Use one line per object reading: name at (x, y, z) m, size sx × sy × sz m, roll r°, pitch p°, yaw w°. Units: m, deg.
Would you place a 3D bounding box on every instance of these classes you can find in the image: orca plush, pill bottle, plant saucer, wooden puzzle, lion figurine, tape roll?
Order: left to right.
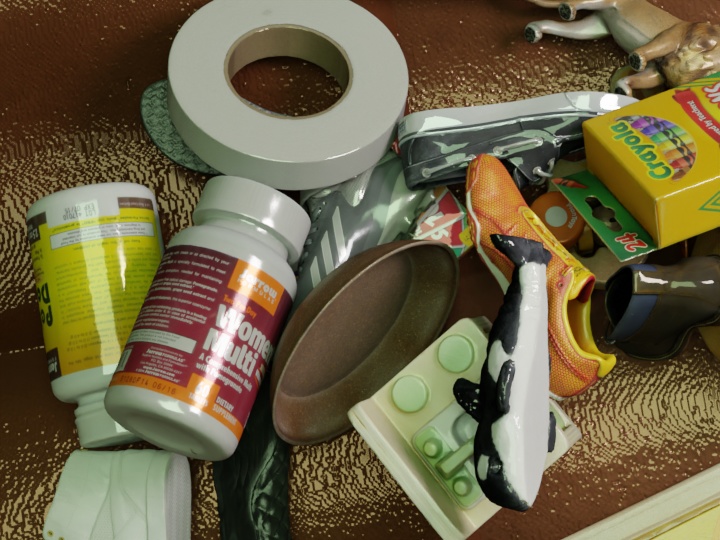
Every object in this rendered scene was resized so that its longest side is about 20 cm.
pill bottle at (-0.205, 0.037, 1.611) m, size 0.108 × 0.109 × 0.202 m, roll -10°, pitch 81°, yaw 0°
pill bottle at (-0.114, 0.036, 1.534) m, size 0.109 × 0.110 × 0.202 m, roll 20°, pitch 70°, yaw 4°
tape roll at (-0.060, -0.153, 1.624) m, size 0.200 × 0.037 × 0.204 m, roll 4°, pitch 51°, yaw -4°
plant saucer at (-0.004, 0.049, 1.569) m, size 0.201 × 0.201 × 0.037 m, roll -47°, pitch 62°, yaw -5°
orca plush at (0.094, 0.074, 1.443) m, size 0.070 × 0.105 × 0.202 m, roll -5°, pitch 82°, yaw 24°
lion figurine at (0.231, -0.195, 1.639) m, size 0.122 × 0.073 × 0.200 m, roll -23°, pitch 54°, yaw -33°
wooden puzzle at (0.264, 0.272, 1.599) m, size 0.198 × 0.037 × 0.186 m, roll -25°, pitch 81°, yaw -2°

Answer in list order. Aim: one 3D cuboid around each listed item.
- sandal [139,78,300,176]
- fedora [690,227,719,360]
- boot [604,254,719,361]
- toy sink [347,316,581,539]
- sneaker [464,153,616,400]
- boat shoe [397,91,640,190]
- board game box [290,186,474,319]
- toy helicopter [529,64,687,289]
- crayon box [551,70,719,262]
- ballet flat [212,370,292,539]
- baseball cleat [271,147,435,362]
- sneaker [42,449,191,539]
sandal at (-0.091, -0.106, 1.666) m, size 0.198 × 0.048 × 0.076 m, roll 16°, pitch 81°, yaw -9°
fedora at (0.316, 0.012, 1.595) m, size 0.081 × 0.200 × 0.203 m, roll -9°, pitch 80°, yaw 35°
boot at (0.217, 0.025, 1.549) m, size 0.096 × 0.200 × 0.076 m, roll 4°, pitch 74°, yaw -19°
toy sink at (0.087, 0.117, 1.537) m, size 0.112 × 0.200 × 0.131 m, roll -41°, pitch 82°, yaw 10°
sneaker at (0.139, -0.002, 1.524) m, size 0.077 × 0.073 × 0.202 m, roll -29°, pitch 77°, yaw 26°
boat shoe at (0.130, -0.097, 1.588) m, size 0.198 × 0.072 × 0.069 m, roll -5°, pitch 75°, yaw -1°
board game box at (0.000, 0.000, 1.654) m, size 0.200 × 0.030 × 0.096 m, roll -42°, pitch 82°, yaw -2°
toy helicopter at (0.218, -0.078, 1.637) m, size 0.131 × 0.079 × 0.202 m, roll 14°, pitch 70°, yaw 10°
crayon box at (0.259, -0.088, 1.529) m, size 0.198 × 0.051 × 0.127 m, roll -21°, pitch 38°, yaw -12°
ballet flat at (-0.084, 0.182, 1.625) m, size 0.066 × 0.057 × 0.202 m, roll -7°, pitch 75°, yaw 28°
baseball cleat at (-0.028, -0.018, 1.617) m, size 0.106 × 0.070 × 0.200 m, roll 38°, pitch 74°, yaw 14°
sneaker at (-0.200, 0.243, 1.608) m, size 0.114 × 0.074 × 0.202 m, roll 2°, pitch 88°, yaw 19°
